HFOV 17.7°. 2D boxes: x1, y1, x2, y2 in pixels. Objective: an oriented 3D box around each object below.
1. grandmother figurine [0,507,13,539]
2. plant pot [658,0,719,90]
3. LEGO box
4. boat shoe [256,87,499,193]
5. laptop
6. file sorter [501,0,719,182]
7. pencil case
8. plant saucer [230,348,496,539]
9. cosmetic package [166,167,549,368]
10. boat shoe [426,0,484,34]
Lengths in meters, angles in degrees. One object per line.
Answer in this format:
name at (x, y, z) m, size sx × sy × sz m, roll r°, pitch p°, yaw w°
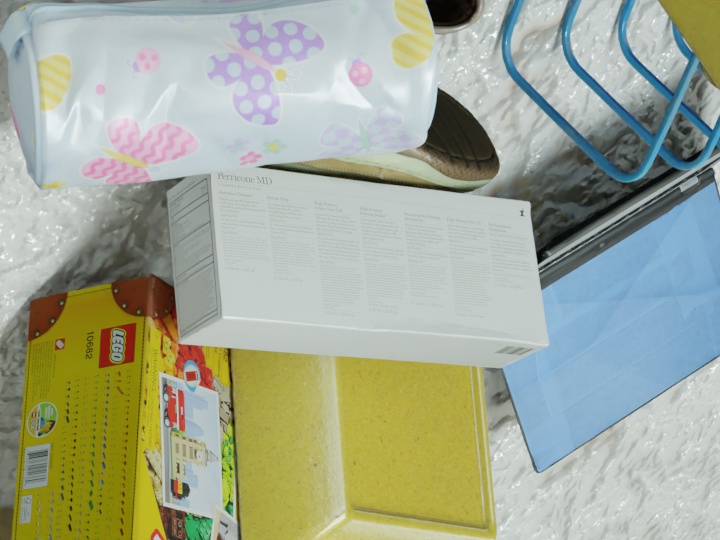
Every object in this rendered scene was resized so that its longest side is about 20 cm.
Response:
grandmother figurine at (-0.179, 0.217, 1.315) m, size 0.121 × 0.061 × 0.200 m, roll -32°, pitch 140°, yaw -4°
plant pot at (0.221, -0.187, 1.052) m, size 0.199 × 0.195 × 0.196 m, roll -32°, pitch -169°, yaw 24°
LEGO box at (-0.104, 0.125, 1.179) m, size 0.077 × 0.201 × 0.149 m, roll -11°, pitch 154°, yaw 25°
boat shoe at (-0.014, -0.066, 1.204) m, size 0.199 × 0.072 × 0.076 m, roll 14°, pitch 129°, yaw -42°
laptop at (0.181, 0.014, 1.414) m, size 0.187 × 0.116 × 0.200 m, roll -31°, pitch 176°, yaw -19°
file sorter at (0.197, -0.139, 1.273) m, size 0.199 × 0.139 × 0.123 m, roll -11°, pitch 136°, yaw -38°
pencil case at (-0.063, -0.089, 1.060) m, size 0.199 × 0.083 × 0.091 m, roll -8°, pitch 140°, yaw -12°
plant saucer at (0.011, 0.075, 1.256) m, size 0.048 × 0.201 × 0.199 m, roll -14°, pitch 162°, yaw 35°
cosmetic package at (0.000, 0.000, 1.183) m, size 0.199 × 0.083 × 0.051 m, roll 6°, pitch 160°, yaw -33°
boat shoe at (-0.010, -0.165, 1.105) m, size 0.072 × 0.060 × 0.200 m, roll -52°, pitch 144°, yaw 11°
